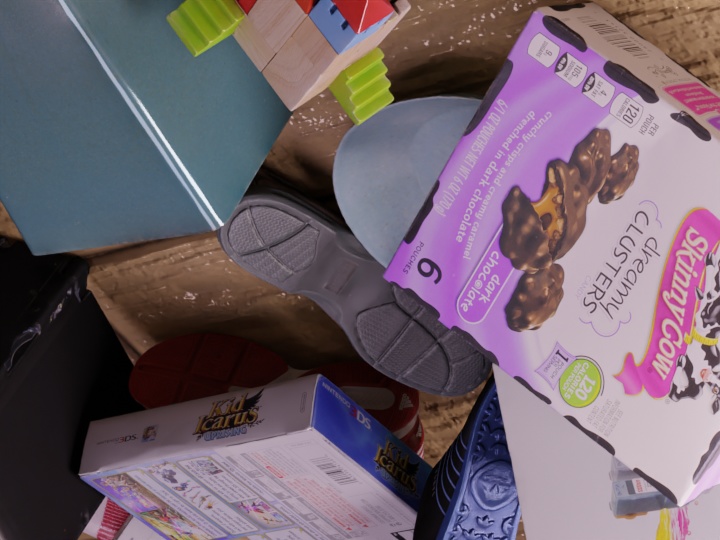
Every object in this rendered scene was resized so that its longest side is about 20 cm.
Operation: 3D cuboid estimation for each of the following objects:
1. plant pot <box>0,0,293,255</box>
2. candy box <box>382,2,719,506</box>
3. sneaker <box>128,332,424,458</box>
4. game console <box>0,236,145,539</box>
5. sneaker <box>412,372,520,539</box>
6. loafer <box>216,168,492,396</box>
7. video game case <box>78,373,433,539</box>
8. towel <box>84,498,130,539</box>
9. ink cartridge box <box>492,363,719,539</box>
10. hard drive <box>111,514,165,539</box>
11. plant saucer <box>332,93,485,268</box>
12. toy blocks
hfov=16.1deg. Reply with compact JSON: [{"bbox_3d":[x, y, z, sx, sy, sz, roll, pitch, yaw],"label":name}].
[{"bbox_3d":[-0.148,-0.134,1.355,0.141,0.141,0.200,-7,129,37],"label":"plant pot"},{"bbox_3d":[0.138,-0.010,1.276,0.200,0.071,0.168,38,114,19],"label":"candy box"},{"bbox_3d":[-0.052,0.111,1.678,0.199,0.078,0.116,11,143,20],"label":"sneaker"},{"bbox_3d":[-0.243,0.082,1.621,0.175,0.200,0.117,16,127,11],"label":"game console"},{"bbox_3d":[0.081,0.113,1.553,0.070,0.200,0.078,22,-170,-18],"label":"sneaker"},{"bbox_3d":[0.000,0.000,1.526,0.200,0.063,0.072,35,113,-23],"label":"loafer"},{"bbox_3d":[-0.048,0.143,1.632,0.181,0.046,0.200,-14,142,30],"label":"video game case"},{"bbox_3d":[-0.113,0.189,1.870,0.199,0.023,0.144,22,145,3],"label":"towel"},{"bbox_3d":[0.199,0.094,1.386,0.200,0.145,0.145,-11,89,36],"label":"ink cartridge box"},{"bbox_3d":[-0.083,0.230,1.864,0.200,0.026,0.132,29,145,-5],"label":"hard drive"},{"bbox_3d":[0.084,-0.040,1.424,0.200,0.039,0.201,17,146,12],"label":"plant saucer"},{"bbox_3d":[-0.039,-0.173,1.234,0.200,0.100,0.137,54,153,2],"label":"toy blocks"}]
